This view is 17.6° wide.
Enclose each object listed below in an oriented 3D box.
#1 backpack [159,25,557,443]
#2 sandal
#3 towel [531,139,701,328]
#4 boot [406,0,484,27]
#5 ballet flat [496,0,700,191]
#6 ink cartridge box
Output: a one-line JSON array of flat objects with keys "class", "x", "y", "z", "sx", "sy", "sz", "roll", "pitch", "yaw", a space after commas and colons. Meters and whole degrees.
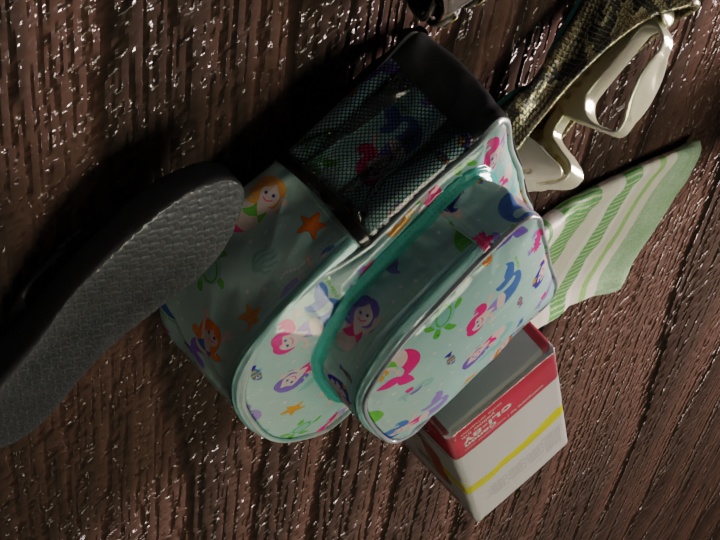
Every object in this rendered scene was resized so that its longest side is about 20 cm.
[{"class": "backpack", "x": 0.000, "y": 0.000, "z": 1.202, "sx": 0.199, "sy": 0.151, "sz": 0.178, "roll": -36, "pitch": 158, "yaw": -5}, {"class": "sandal", "x": -0.137, "y": 0.012, "z": 1.111, "sx": 0.200, "sy": 0.043, "sz": 0.076, "roll": -42, "pitch": 155, "yaw": 22}, {"class": "towel", "x": 0.154, "y": -0.010, "z": 1.656, "sx": 0.199, "sy": 0.023, "sz": 0.153, "roll": -24, "pitch": 151, "yaw": -45}, {"class": "boot", "x": 0.094, "y": -0.179, "z": 1.157, "sx": 0.174, "sy": 0.069, "sz": 0.200, "roll": -36, "pitch": 156, "yaw": -7}, {"class": "ballet flat", "x": 0.120, "y": -0.096, "z": 1.337, "sx": 0.200, "sy": 0.075, "sz": 0.068, "roll": -49, "pitch": 161, "yaw": 14}, {"class": "ink cartridge box", "x": 0.045, "y": 0.052, "z": 1.379, "sx": 0.083, "sy": 0.145, "sz": 0.200, "roll": -41, "pitch": 160, "yaw": -7}]
